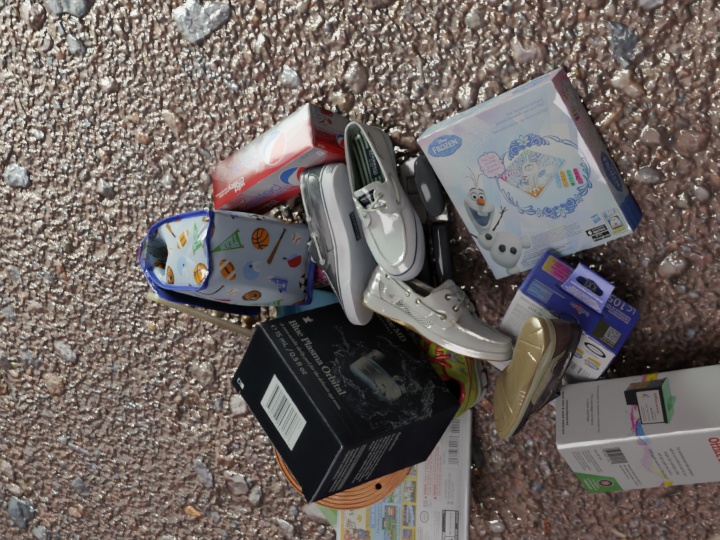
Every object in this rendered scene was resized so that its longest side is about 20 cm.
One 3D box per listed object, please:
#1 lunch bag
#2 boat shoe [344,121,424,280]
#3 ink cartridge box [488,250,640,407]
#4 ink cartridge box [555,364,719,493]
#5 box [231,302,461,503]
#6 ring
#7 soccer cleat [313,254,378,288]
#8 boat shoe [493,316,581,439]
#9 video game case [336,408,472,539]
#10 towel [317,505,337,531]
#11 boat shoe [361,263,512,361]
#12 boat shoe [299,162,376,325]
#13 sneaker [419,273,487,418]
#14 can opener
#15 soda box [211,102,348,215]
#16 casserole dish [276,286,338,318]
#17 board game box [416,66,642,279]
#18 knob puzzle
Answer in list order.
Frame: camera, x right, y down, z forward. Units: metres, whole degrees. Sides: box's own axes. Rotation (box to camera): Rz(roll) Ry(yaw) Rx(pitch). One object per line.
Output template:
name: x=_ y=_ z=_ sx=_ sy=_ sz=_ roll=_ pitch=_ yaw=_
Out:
lunch bag: x=-0.175 y=-0.010 z=1.801 sx=0.199 sy=0.168 sz=0.126 roll=1 pitch=82 yaw=55
boat shoe: x=0.017 y=-0.083 z=1.658 sx=0.073 sy=0.066 sz=0.202 roll=-30 pitch=65 yaw=24
ink cartridge box: x=0.239 y=0.069 z=1.642 sx=0.136 sy=0.077 sz=0.201 roll=34 pitch=150 yaw=8
ink cartridge box: x=0.341 y=0.187 z=1.621 sx=0.197 sy=0.085 sz=0.145 roll=-10 pitch=147 yaw=22
box: x=-0.019 y=0.151 z=1.717 sx=0.197 sy=0.198 sz=0.118 roll=53 pitch=135 yaw=26
ring: x=-0.021 y=0.217 z=1.858 sx=0.197 sy=0.019 sz=0.204 roll=0 pitch=90 yaw=10
soccer cleat: x=0.000 y=0.000 z=1.786 sx=0.199 sy=0.070 sz=0.087 roll=-24 pitch=103 yaw=39
boat shoe: x=0.202 y=0.127 z=1.603 sx=0.064 sy=0.073 sz=0.201 roll=0 pitch=137 yaw=-14
video game case: x=0.058 y=0.280 z=1.863 sx=0.179 sy=0.023 sz=0.204 roll=1 pitch=90 yaw=11
towel: x=0.043 y=0.388 z=2.037 sx=0.149 sy=0.031 sz=0.201 roll=-33 pitch=96 yaw=38
boat shoe: x=0.096 y=0.045 z=1.653 sx=0.198 sy=0.071 sz=0.070 roll=24 pitch=104 yaw=17
boat shoe: x=-0.032 y=-0.030 z=1.708 sx=0.067 sy=0.072 sz=0.203 roll=-4 pitch=108 yaw=31
sneaker: x=0.106 y=0.101 z=1.771 sx=0.077 sy=0.090 sz=0.202 roll=-5 pitch=114 yaw=35
can opener: x=0.081 y=-0.039 z=1.689 sx=0.052 sy=0.067 sz=0.203 roll=-5 pitch=100 yaw=12
soda box: x=-0.102 y=-0.133 z=1.753 sx=0.199 sy=0.069 sz=0.064 roll=-29 pitch=59 yaw=40
casserole dish: x=-0.020 y=0.075 z=1.867 sx=0.197 sy=0.039 sz=0.123 roll=13 pitch=125 yaw=26
board game box: x=0.194 y=-0.107 z=1.615 sx=0.198 sy=0.043 sz=0.200 roll=-20 pitch=109 yaw=39
knob puzzle: x=-0.202 y=0.055 z=1.876 sx=0.217 sy=0.219 sz=0.031 roll=20 pitch=86 yaw=20
